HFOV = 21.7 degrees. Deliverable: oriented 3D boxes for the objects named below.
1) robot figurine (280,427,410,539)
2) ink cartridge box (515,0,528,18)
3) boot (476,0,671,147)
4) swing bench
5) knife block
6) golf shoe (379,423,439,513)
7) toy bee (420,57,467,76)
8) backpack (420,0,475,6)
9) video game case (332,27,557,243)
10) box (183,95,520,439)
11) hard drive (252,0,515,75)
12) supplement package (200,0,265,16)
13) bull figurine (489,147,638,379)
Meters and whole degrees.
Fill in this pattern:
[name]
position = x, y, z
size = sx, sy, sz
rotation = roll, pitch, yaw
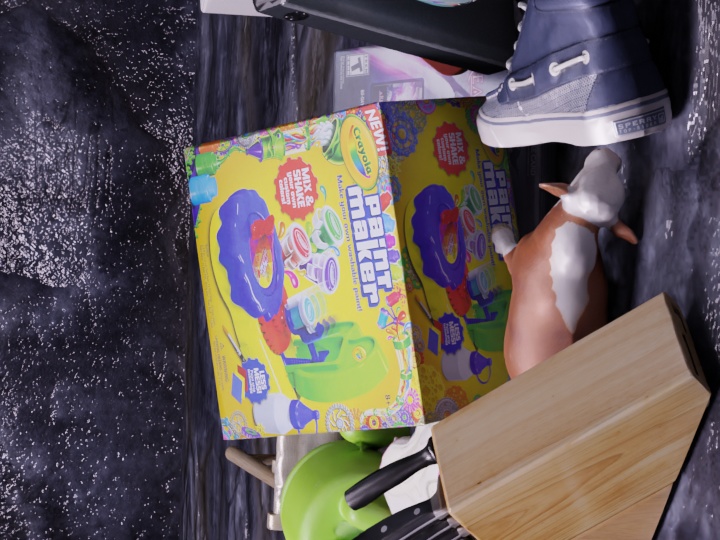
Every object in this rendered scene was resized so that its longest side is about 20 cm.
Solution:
[robot figurine]
position = -0.003, 0.204, 1.525
size = 0.200, 0.115, 0.177
rotation = -146, 75, -78
[ink cartridge box]
position = 0.126, -0.264, 1.159
size = 0.198, 0.047, 0.201
rotation = -102, 17, -50
[boot]
position = 0.116, -0.123, 1.085
size = 0.200, 0.072, 0.091
rotation = -171, 66, -69
[swing bench]
position = -0.038, 0.108, 1.697
size = 0.200, 0.129, 0.201
rotation = -141, 54, -69
[knife block]
position = 0.078, 0.103, 1.011
size = 0.064, 0.174, 0.201
rotation = -102, 18, -46
[golf shoe]
position = 0.061, 0.151, 1.341
size = 0.201, 0.075, 0.092
rotation = 106, 158, -53
[toy bee]
position = 0.004, -0.217, 1.232
size = 0.109, 0.199, 0.131
rotation = -62, 12, 15
[backpack]
position = 0.034, -0.242, 1.035
size = 0.153, 0.199, 0.177
rotation = -3, 86, 53
[video game case]
position = 0.054, -0.088, 1.286
size = 0.199, 0.019, 0.144
rotation = -1, 87, 46
[box]
position = 0.000, 0.000, 1.241
size = 0.192, 0.121, 0.202
rotation = -10, 88, 44
[hard drive]
position = 0.017, -0.205, 1.137
size = 0.033, 0.199, 0.141
rotation = -13, 75, 43
[supplement package]
position = -0.029, -0.286, 1.520
size = 0.120, 0.198, 0.122
rotation = 108, 160, -53
[bull figurine]
position = 0.116, 0.026, 1.112
size = 0.121, 0.065, 0.202
rotation = -149, 63, -79
